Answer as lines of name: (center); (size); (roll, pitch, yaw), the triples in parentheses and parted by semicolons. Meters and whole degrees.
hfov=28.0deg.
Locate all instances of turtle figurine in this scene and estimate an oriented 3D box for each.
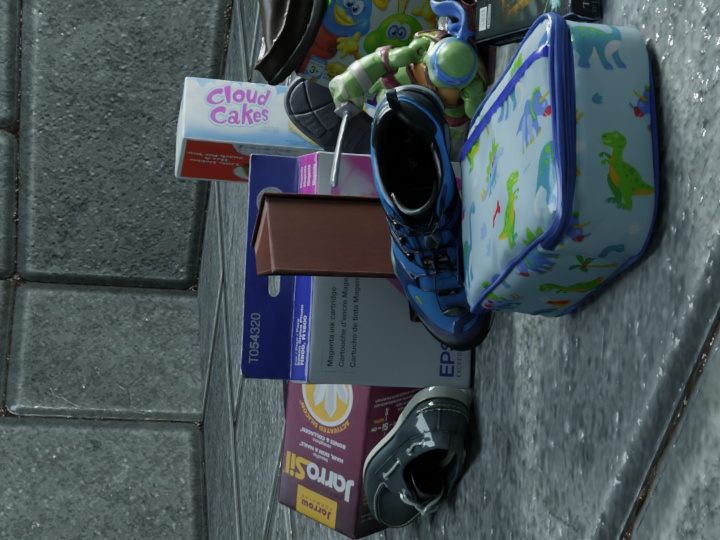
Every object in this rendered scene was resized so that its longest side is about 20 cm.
turtle figurine: (0.045, -0.119, 1.176); (0.194, 0.142, 0.202); (-98, 5, -83)

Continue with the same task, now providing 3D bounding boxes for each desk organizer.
desk organizer: (0.015, -0.008, 1.172); (0.072, 0.198, 0.078); (109, 159, -52)

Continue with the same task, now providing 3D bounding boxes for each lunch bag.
lunch bag: (0.124, -0.065, 0.948); (0.200, 0.082, 0.163); (126, 148, -68)

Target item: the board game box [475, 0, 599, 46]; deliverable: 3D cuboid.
board game box: (0.129, -0.270, 1.032); (0.135, 0.028, 0.202); (-178, 91, -65)

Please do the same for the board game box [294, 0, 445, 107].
board game box: (0.020, -0.267, 1.325); (0.201, 0.104, 0.103); (-63, 21, 23)

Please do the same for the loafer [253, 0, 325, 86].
loafer: (-0.071, -0.261, 1.303); (0.073, 0.071, 0.202); (-32, 43, 60)

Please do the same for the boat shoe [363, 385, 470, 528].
boat shoe: (0.048, 0.182, 1.280); (0.201, 0.072, 0.062); (113, 161, -47)

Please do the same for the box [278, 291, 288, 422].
box: (-0.030, 0.065, 1.618); (0.149, 0.103, 0.202); (106, 162, -50)

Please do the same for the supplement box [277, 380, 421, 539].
supplement box: (-0.008, 0.145, 1.420); (0.110, 0.085, 0.202); (17, 108, 38)

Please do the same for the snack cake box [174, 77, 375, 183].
snack cake box: (-0.086, -0.136, 1.471); (0.115, 0.198, 0.068); (127, 146, -71)

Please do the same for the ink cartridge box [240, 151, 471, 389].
ink cartridge box: (0.000, 0.000, 1.243); (0.043, 0.198, 0.199); (162, 110, -78)

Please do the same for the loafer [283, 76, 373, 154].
loafer: (0.010, -0.107, 1.366); (0.072, 0.200, 0.063); (-44, -2, 6)

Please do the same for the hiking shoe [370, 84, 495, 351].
hiking shoe: (0.044, -0.032, 1.046); (0.087, 0.074, 0.202); (-40, -67, -73)
